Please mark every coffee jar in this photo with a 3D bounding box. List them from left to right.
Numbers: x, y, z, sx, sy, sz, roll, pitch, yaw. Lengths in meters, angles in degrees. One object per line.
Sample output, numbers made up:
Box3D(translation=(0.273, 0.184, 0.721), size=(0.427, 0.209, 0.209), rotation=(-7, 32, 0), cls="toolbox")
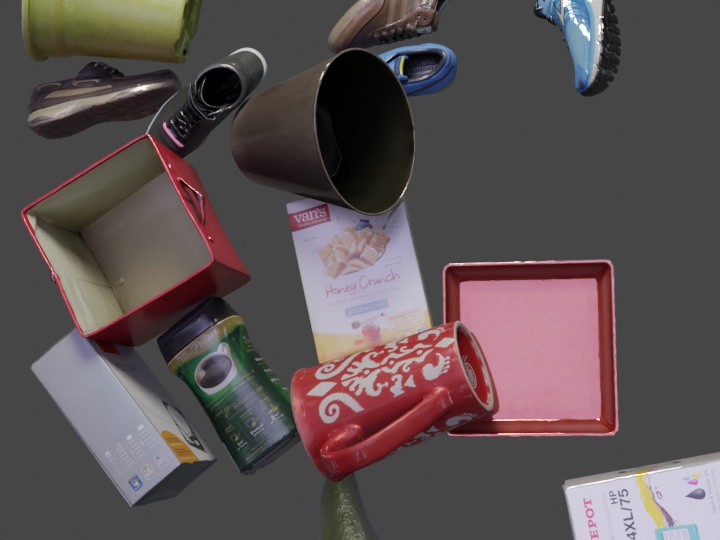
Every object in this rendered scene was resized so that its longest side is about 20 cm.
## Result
Box3D(translation=(-0.150, 0.133, 1.424), size=(0.104, 0.085, 0.201), rotation=(-37, 80, 7), cls="coffee jar")

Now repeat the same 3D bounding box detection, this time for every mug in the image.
Box3D(translation=(0.041, 0.157, 1.336), size=(0.199, 0.134, 0.178), rotation=(-22, 44, 16), cls="mug")

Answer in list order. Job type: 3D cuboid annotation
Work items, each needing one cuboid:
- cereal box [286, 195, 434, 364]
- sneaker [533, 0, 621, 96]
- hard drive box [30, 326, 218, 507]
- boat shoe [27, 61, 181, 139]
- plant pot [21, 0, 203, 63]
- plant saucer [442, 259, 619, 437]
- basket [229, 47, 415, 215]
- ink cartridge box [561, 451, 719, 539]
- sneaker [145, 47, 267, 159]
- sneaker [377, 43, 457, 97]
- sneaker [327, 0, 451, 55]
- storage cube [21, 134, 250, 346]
Box3D(translation=(0.000, 0.000, 1.438), size=(0.143, 0.040, 0.202), rotation=(-14, 81, 7), cls="cereal box")
Box3D(translation=(0.254, -0.301, 1.428), size=(0.089, 0.078, 0.202), rotation=(-10, 78, 27), cls="sneaker")
Box3D(translation=(-0.273, 0.169, 1.404), size=(0.077, 0.156, 0.200), rotation=(-40, 80, 2), cls="hard drive box")
Box3D(translation=(-0.324, -0.226, 1.500), size=(0.198, 0.075, 0.074), rotation=(-13, 76, 2), cls="boat shoe")
Box3D(translation=(-0.291, -0.335, 1.462), size=(0.183, 0.200, 0.202), rotation=(12, 85, -1), cls="plant pot")
Box3D(translation=(0.196, 0.091, 1.397), size=(0.198, 0.037, 0.202), rotation=(-2, 84, 9), cls="plant saucer")
Box3D(translation=(-0.052, -0.155, 1.375), size=(0.135, 0.199, 0.182), rotation=(-21, 106, -34), cls="basket")
Box3D(translation=(0.329, 0.284, 1.296), size=(0.198, 0.146, 0.148), rotation=(-12, 81, 8), cls="ink cartridge box")
Box3D(translation=(-0.202, -0.192, 1.450), size=(0.200, 0.099, 0.071), rotation=(-39, 96, 16), cls="sneaker")
Box3D(translation=(0.018, -0.232, 1.444), size=(0.198, 0.078, 0.067), rotation=(-13, 83, 9), cls="sneaker")
Box3D(translation=(0.054, -0.310, 1.450), size=(0.199, 0.070, 0.076), rotation=(-36, 80, 4), cls="sneaker")
Box3D(translation=(-0.255, -0.028, 1.412), size=(0.199, 0.180, 0.172), rotation=(-30, 80, 4), cls="storage cube")
